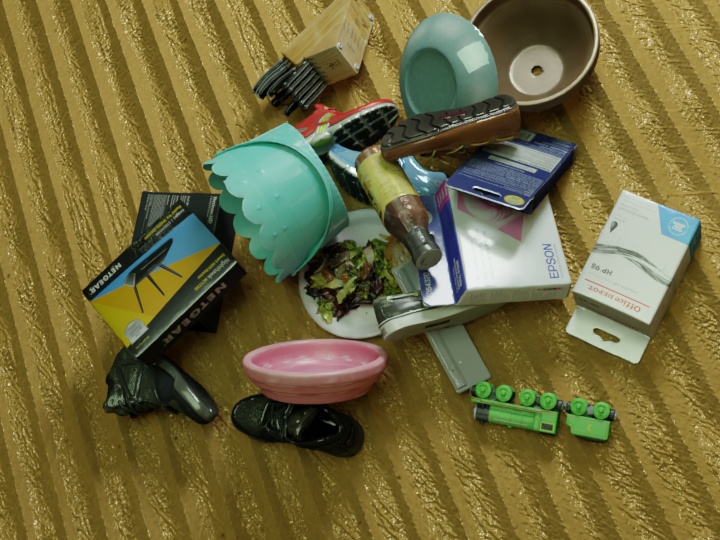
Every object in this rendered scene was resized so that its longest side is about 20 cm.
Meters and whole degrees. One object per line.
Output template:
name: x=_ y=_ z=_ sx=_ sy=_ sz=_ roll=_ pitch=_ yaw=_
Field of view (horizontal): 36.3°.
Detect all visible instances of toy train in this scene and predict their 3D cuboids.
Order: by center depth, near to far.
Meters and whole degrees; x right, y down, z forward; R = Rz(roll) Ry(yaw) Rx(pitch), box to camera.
toy train: x=0.240 y=0.190 z=1.464 sx=0.198 sy=0.042 sz=0.057 roll=8 pitch=84 yaw=20

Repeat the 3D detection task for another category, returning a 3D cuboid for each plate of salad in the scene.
plate of salad: x=0.000 y=0.000 z=1.603 sx=0.198 sy=0.048 sz=0.202 roll=-6 pitch=70 yaw=16

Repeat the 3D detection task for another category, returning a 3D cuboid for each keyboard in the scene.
keyboard: x=0.112 y=0.073 z=1.535 sx=0.056 sy=0.011 sz=0.201 roll=-21 pitch=73 yaw=-24

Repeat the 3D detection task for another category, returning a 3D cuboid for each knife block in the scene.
knife block: x=-0.080 y=-0.338 z=1.734 sx=0.174 sy=0.064 sz=0.201 roll=-13 pitch=46 yaw=33

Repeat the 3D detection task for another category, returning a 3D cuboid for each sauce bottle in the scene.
sauce bottle: x=0.053 y=-0.087 z=1.513 sx=0.066 sy=0.066 sz=0.201 roll=-30 pitch=53 yaw=5

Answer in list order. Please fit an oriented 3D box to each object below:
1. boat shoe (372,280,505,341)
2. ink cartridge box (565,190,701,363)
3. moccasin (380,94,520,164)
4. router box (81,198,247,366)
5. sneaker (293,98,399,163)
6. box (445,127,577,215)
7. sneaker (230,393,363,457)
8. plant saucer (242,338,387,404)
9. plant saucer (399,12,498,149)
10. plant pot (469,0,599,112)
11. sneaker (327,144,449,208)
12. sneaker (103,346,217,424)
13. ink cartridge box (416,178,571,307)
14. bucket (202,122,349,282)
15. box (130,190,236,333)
boat shoe: x=0.114 y=0.040 z=1.505 sx=0.198 sy=0.071 sz=0.064 roll=-13 pitch=70 yaw=-20
ink cartridge box: x=0.363 y=0.009 z=1.473 sx=0.115 sy=0.067 sz=0.201 roll=24 pitch=80 yaw=23
moccasin: x=0.126 y=-0.185 z=1.529 sx=0.200 sy=0.078 sz=0.074 roll=-18 pitch=35 yaw=-9
router box: x=-0.285 y=0.016 z=1.599 sx=0.200 sy=0.051 sz=0.149 roll=-44 pitch=65 yaw=-4
sneaker: x=-0.040 y=-0.227 z=1.684 sx=0.199 sy=0.077 sz=0.085 roll=-21 pitch=59 yaw=8
box: x=0.210 y=-0.138 z=1.534 sx=0.120 sy=0.033 sz=0.200 roll=21 pitch=40 yaw=23
sneaker: x=-0.102 y=0.205 z=1.526 sx=0.198 sy=0.114 sz=0.077 roll=13 pitch=73 yaw=23
plant saucer: x=-0.061 y=0.139 z=1.505 sx=0.199 sy=0.200 sz=0.051 roll=1 pitch=100 yaw=18
plant saucer: x=0.114 y=-0.271 z=1.598 sx=0.200 sy=0.039 sz=0.203 roll=19 pitch=116 yaw=44
plant pot: x=0.253 y=-0.312 z=1.609 sx=0.199 sy=0.093 sz=0.203 roll=-6 pitch=68 yaw=15
sneaker: x=0.043 y=-0.143 z=1.636 sx=0.199 sy=0.079 sz=0.090 roll=25 pitch=70 yaw=15
sneaker: x=-0.299 y=0.189 z=1.608 sx=0.199 sy=0.076 sz=0.115 roll=32 pitch=85 yaw=28
ink cartridge box: x=0.172 y=-0.044 z=1.507 sx=0.198 sy=0.043 sz=0.198 roll=-3 pitch=53 yaw=-7
bucket: x=-0.118 y=-0.102 z=1.579 sx=0.134 sy=0.208 sz=0.208 roll=-34 pitch=64 yaw=-10
box: x=-0.277 y=-0.014 z=1.679 sx=0.140 sy=0.079 sz=0.202 roll=3 pitch=71 yaw=21
